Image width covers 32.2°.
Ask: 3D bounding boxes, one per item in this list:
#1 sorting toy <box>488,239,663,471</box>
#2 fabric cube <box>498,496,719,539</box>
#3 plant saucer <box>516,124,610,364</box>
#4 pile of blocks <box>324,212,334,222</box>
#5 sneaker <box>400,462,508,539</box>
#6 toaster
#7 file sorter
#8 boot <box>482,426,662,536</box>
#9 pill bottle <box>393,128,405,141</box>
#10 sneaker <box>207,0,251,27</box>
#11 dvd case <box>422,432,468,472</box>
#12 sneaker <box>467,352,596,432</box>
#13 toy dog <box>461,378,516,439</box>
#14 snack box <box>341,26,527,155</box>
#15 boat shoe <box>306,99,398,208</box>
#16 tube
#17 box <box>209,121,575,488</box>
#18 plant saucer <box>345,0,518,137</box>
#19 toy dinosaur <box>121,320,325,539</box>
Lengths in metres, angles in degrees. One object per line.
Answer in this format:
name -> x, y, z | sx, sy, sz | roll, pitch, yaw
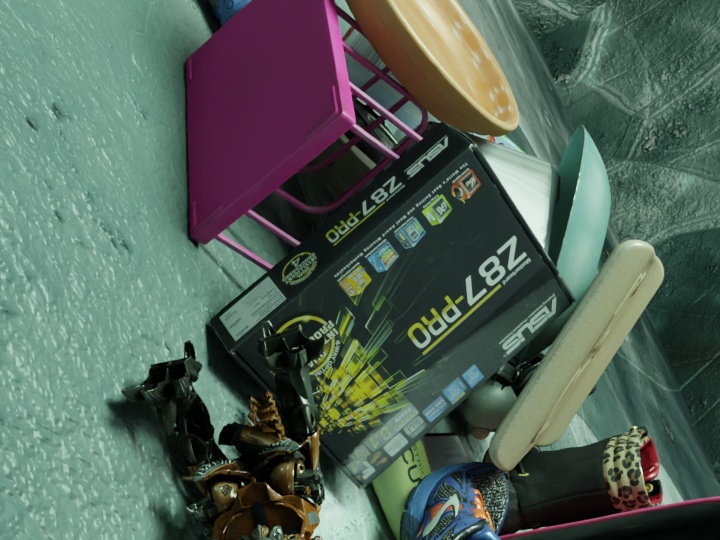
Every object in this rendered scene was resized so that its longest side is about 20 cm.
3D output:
sorting toy -> 0.162, 0.059, 0.936 | 0.036, 0.185, 0.200 | 34, 7, 17
fabric cube -> 0.220, 0.293, 0.957 | 0.199, 0.196, 0.201 | 32, 46, -63
plant saucer -> 0.168, -0.016, 1.010 | 0.201, 0.039, 0.202 | 15, 90, -87
pile of blocks -> 0.000, 0.000, 1.047 | 0.200, 0.082, 0.062 | -66, 171, -58
sneaker -> 0.066, 0.188, 0.825 | 0.075, 0.078, 0.200 | 63, 29, -11
toaster -> 0.067, -0.016, 0.946 | 0.129, 0.114, 0.200 | 23, 60, -17
file sorter -> -0.031, -0.101, 0.892 | 0.125, 0.139, 0.200 | 34, 31, -35
boot -> 0.177, 0.174, 1.054 | 0.200, 0.150, 0.073 | -1, 76, -71
pill bottle -> 0.101, -0.067, 1.325 | 0.112, 0.112, 0.200 | 35, 34, -58
sneaker -> -0.087, -0.256, 1.117 | 0.079, 0.075, 0.200 | 58, 16, -8
dvd case -> 0.090, 0.228, 1.021 | 0.200, 0.018, 0.143 | 69, 17, 14
sneaker -> 0.134, 0.095, 1.133 | 0.088, 0.076, 0.200 | 66, -24, 2
toy dog -> 0.077, 0.088, 1.069 | 0.200, 0.132, 0.097 | -65, 165, -64
snack box -> 0.067, -0.136, 1.107 | 0.200, 0.053, 0.142 | 39, 9, 3
boat shoe -> -0.015, -0.117, 1.067 | 0.068, 0.072, 0.200 | -24, 70, -41
tube -> 0.030, 0.145, 0.917 | 0.058, 0.052, 0.200 | -18, 87, -28
box -> 0.026, 0.026, 0.818 | 0.161, 0.200, 0.049 | 52, -4, -38
plant saucer -> 0.045, -0.178, 0.923 | 0.200, 0.037, 0.200 | 44, 24, -25
toy dinosaur -> -0.060, 0.107, 0.670 | 0.200, 0.102, 0.136 | 18, -53, 65
